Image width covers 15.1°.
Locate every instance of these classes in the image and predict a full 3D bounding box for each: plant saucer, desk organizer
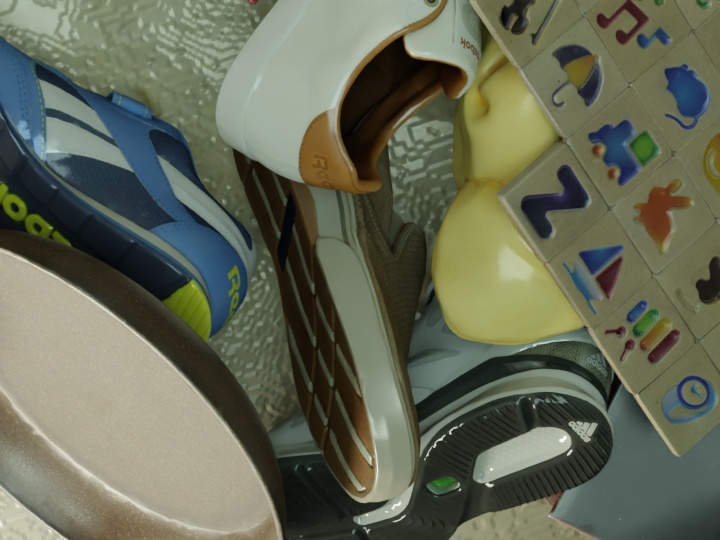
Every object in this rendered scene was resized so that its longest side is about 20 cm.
[{"bbox_3d":[-0.105,0.053,1.083,0.200,0.200,0.032,44,58,-7],"label":"plant saucer"},{"bbox_3d":[0.147,0.021,1.127,0.072,0.077,0.200,27,94,-10],"label":"desk organizer"}]

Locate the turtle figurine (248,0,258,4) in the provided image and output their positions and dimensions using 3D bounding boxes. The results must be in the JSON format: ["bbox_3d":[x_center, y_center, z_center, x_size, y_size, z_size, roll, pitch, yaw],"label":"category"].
[{"bbox_3d":[-0.067,-0.183,1.077,0.200,0.101,0.150,22,106,3],"label":"turtle figurine"}]

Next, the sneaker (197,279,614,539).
[{"bbox_3d":[0.023,0.054,1.137,0.200,0.115,0.076,-20,128,30],"label":"sneaker"}]

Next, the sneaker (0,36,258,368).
[{"bbox_3d":[-0.124,-0.043,1.116,0.200,0.082,0.074,45,127,6],"label":"sneaker"}]

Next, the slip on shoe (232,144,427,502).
[{"bbox_3d":[0.000,0.000,1.085,0.061,0.200,0.076,-5,141,-19],"label":"slip on shoe"}]

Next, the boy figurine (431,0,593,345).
[{"bbox_3d":[0.069,-0.069,1.071,0.064,0.124,0.200,10,69,-7],"label":"boy figurine"}]

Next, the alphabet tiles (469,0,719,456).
[{"bbox_3d":[0.130,-0.055,1.041,0.167,0.008,0.200,-41,112,-12],"label":"alphabet tiles"}]

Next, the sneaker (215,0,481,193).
[{"bbox_3d":[0.030,-0.117,1.048,0.085,0.073,0.200,30,90,33],"label":"sneaker"}]
